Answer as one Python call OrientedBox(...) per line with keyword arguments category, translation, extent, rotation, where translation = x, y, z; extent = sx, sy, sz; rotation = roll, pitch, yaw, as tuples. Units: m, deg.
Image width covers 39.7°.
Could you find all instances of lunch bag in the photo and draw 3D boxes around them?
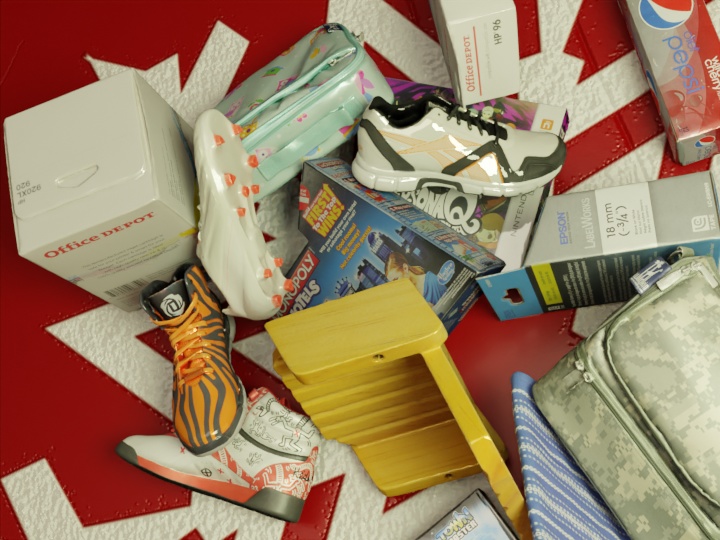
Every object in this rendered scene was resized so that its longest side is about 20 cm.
OrientedBox(category="lunch bag", translation=(-0.066, -0.159, 0.991), extent=(0.199, 0.077, 0.161), rotation=(-36, 27, 6))
OrientedBox(category="lunch bag", translation=(0.258, 0.105, 0.776), extent=(0.168, 0.139, 0.201), rotation=(-46, 67, 32))

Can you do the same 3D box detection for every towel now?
OrientedBox(category="towel", translation=(0.176, 0.177, 0.772), extent=(0.024, 0.144, 0.201), rotation=(-41, 23, 24))

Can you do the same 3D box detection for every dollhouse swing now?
OrientedBox(category="dollhouse swing", translation=(0.036, 0.145, 0.807), extent=(0.180, 0.201, 0.177), rotation=(-18, 46, 12))

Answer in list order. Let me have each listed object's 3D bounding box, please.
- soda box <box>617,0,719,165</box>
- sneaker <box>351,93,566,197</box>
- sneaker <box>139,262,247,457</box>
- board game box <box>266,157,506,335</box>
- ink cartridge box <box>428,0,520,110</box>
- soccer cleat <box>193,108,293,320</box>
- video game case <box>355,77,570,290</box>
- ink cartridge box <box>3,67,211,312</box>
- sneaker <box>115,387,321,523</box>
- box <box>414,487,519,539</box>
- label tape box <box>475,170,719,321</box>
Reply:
OrientedBox(category="soda box", translation=(0.301, -0.206, 0.941), extent=(0.069, 0.063, 0.202), rotation=(-17, 69, 12))
OrientedBox(category="sneaker", translation=(0.091, -0.116, 0.903), extent=(0.197, 0.081, 0.074), rotation=(-1, 33, -3))
OrientedBox(category="sneaker", translation=(-0.164, 0.073, 0.929), extent=(0.077, 0.113, 0.201), rotation=(-23, 39, 4))
OrientedBox(category="board game box", translation=(0.000, 0.000, 0.937), extent=(0.200, 0.061, 0.201), rotation=(47, 120, 18))
OrientedBox(category="ink cartridge box", translation=(0.108, -0.244, 0.962), extent=(0.067, 0.116, 0.202), rotation=(-13, 58, 4))
OrientedBox(category="soccer cleat", translation=(-0.125, -0.045, 0.915), extent=(0.077, 0.069, 0.202), rotation=(-7, 109, 25))
OrientedBox(category="video game case", translation=(0.087, -0.090, 0.984), extent=(0.198, 0.036, 0.183), rotation=(14, 77, 21))
OrientedBox(category="ink cartridge box", translation=(-0.230, -0.072, 0.987), extent=(0.146, 0.200, 0.146), rotation=(-20, 68, 9))
OrientedBox(category="sneaker", translation=(-0.131, 0.161, 0.957), extent=(0.199, 0.067, 0.109), rotation=(13, 72, 21))
OrientedBox(category="box", translation=(0.061, 0.297, 0.868), extent=(0.199, 0.035, 0.110), rotation=(-40, 66, 2))
OrientedBox(category="label tape box", translation=(0.205, -0.017, 0.865), extent=(0.197, 0.144, 0.064), rotation=(-9, 70, 14))
